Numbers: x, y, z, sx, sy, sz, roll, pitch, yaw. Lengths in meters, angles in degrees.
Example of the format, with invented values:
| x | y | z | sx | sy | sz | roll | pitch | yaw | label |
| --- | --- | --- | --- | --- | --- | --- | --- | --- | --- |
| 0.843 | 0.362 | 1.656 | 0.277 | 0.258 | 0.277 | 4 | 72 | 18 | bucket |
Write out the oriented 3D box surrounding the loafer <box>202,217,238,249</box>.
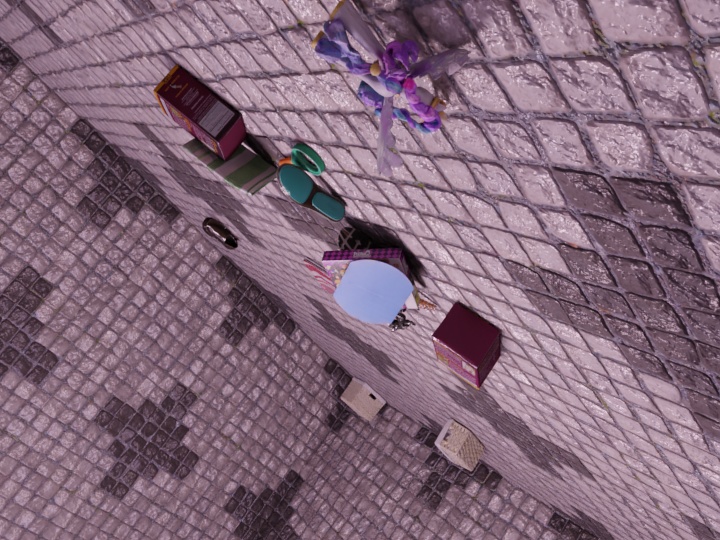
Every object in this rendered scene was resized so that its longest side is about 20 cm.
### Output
| x | y | z | sx | sy | sz | roll | pitch | yaw | label |
| --- | --- | --- | --- | --- | --- | --- | --- | --- | --- |
| -0.590 | -0.158 | 2.946 | 0.070 | 0.074 | 0.199 | 15 | 161 | 47 | loafer |

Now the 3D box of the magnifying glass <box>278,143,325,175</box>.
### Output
| x | y | z | sx | sy | sz | roll | pitch | yaw | label |
| --- | --- | --- | --- | --- | --- | --- | --- | --- | --- |
| -0.134 | -0.235 | 1.490 | 0.079 | 0.023 | 0.199 | 44 | 167 | -22 | magnifying glass |

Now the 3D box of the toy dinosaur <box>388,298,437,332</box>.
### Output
| x | y | z | sx | sy | sz | roll | pitch | yaw | label |
| --- | --- | --- | --- | --- | --- | --- | --- | --- | --- |
| 0.093 | 0.084 | 1.753 | 0.198 | 0.103 | 0.137 | 31 | 161 | 34 | toy dinosaur |

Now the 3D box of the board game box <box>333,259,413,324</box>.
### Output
| x | y | z | sx | sy | sz | roll | pitch | yaw | label |
| --- | --- | --- | --- | --- | --- | --- | --- | --- | --- |
| 0.030 | 0.037 | 1.575 | 0.154 | 0.040 | 0.202 | 23 | 134 | -7 | board game box |

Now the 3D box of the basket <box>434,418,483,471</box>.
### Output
| x | y | z | sx | sy | sz | roll | pitch | yaw | label |
| --- | --- | --- | --- | --- | --- | --- | --- | --- | --- |
| 0.434 | 0.760 | 2.987 | 0.122 | 0.137 | 0.201 | 21 | 159 | 47 | basket |

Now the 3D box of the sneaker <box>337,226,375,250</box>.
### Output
| x | y | z | sx | sy | sz | roll | pitch | yaw | label |
| --- | --- | --- | --- | --- | --- | --- | --- | --- | --- |
| 0.011 | -0.025 | 1.677 | 0.200 | 0.077 | 0.085 | 44 | 171 | -18 | sneaker |

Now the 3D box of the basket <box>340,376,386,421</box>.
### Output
| x | y | z | sx | sy | sz | roll | pitch | yaw | label |
| --- | --- | --- | --- | --- | --- | --- | --- | --- | --- |
| 0.015 | 0.783 | 4.190 | 0.198 | 0.162 | 0.199 | 44 | 164 | -20 | basket |

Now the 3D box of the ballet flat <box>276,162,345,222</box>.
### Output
| x | y | z | sx | sy | sz | roll | pitch | yaw | label |
| --- | --- | --- | --- | --- | --- | --- | --- | --- | --- |
| -0.117 | -0.168 | 1.514 | 0.198 | 0.069 | 0.063 | 34 | 175 | -33 | ballet flat |

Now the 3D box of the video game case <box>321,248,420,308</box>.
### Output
| x | y | z | sx | sy | sz | roll | pitch | yaw | label |
| --- | --- | --- | --- | --- | --- | --- | --- | --- | --- |
| 0.027 | 0.022 | 1.618 | 0.194 | 0.036 | 0.183 | -1 | 139 | 22 | video game case |

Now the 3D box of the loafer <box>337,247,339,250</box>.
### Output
| x | y | z | sx | sy | sz | roll | pitch | yaw | label |
| --- | --- | --- | --- | --- | --- | --- | --- | --- | --- |
| 0.000 | 0.000 | 1.796 | 0.075 | 0.069 | 0.201 | 21 | 158 | 52 | loafer |

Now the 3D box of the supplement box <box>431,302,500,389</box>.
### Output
| x | y | z | sx | sy | sz | roll | pitch | yaw | label |
| --- | --- | --- | --- | --- | --- | --- | --- | --- | --- |
| 0.251 | 0.180 | 1.621 | 0.129 | 0.104 | 0.201 | 34 | 167 | 21 | supplement box |

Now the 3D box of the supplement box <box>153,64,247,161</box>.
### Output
| x | y | z | sx | sy | sz | roll | pitch | yaw | label |
| --- | --- | --- | --- | --- | --- | --- | --- | --- | --- |
| -0.364 | -0.357 | 1.577 | 0.198 | 0.086 | 0.111 | 38 | 168 | 6 | supplement box |

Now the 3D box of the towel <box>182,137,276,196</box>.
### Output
| x | y | z | sx | sy | sz | roll | pitch | yaw | label |
| --- | --- | --- | --- | --- | --- | --- | --- | --- | --- |
| -0.304 | -0.264 | 1.646 | 0.198 | 0.153 | 0.024 | 38 | 128 | 2 | towel |

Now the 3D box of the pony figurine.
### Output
| x | y | z | sx | sy | sz | roll | pitch | yaw | label |
| --- | --- | --- | --- | --- | --- | --- | --- | --- | --- |
| 0.036 | -0.228 | 0.815 | 0.198 | 0.167 | 0.194 | 38 | -160 | -13 | pony figurine |

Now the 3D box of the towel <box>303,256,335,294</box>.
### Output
| x | y | z | sx | sy | sz | roll | pitch | yaw | label |
| --- | --- | --- | --- | --- | --- | --- | --- | --- | --- |
| -0.112 | 0.038 | 2.348 | 0.142 | 0.023 | 0.201 | 31 | 164 | 32 | towel |
